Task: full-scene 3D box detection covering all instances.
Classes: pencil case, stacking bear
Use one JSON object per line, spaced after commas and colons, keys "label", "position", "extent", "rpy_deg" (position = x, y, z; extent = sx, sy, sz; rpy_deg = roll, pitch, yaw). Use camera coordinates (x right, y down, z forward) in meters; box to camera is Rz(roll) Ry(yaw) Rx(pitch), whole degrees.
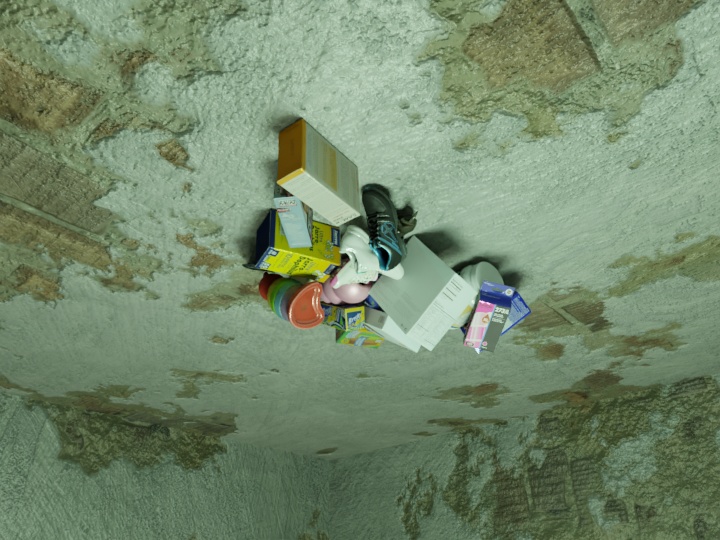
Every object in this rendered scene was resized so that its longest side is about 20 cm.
{"label": "pencil case", "position": [0.092, 0.098, 1.709], "extent": [0.078, 0.088, 0.198], "rpy_deg": [-39, 139, 18]}
{"label": "stacking bear", "position": [-0.199, 0.067, 1.532], "extent": [0.112, 0.198, 0.125], "rpy_deg": [-22, 122, -35]}

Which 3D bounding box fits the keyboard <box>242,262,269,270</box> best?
{"label": "keyboard", "position": [-0.250, -0.007, 1.565], "extent": [0.123, 0.021, 0.200], "rpy_deg": [8, 178, -5]}

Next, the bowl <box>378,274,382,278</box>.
{"label": "bowl", "position": [0.066, 0.044, 1.741], "extent": [0.193, 0.041, 0.202], "rpy_deg": [-2, 151, -1]}

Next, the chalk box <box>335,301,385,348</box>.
{"label": "chalk box", "position": [-0.013, 0.161, 1.854], "extent": [0.194, 0.127, 0.125], "rpy_deg": [9, 150, -20]}

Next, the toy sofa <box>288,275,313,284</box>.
{"label": "toy sofa", "position": [-0.158, 0.064, 1.682], "extent": [0.096, 0.084, 0.202], "rpy_deg": [29, 150, 7]}

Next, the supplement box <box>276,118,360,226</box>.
{"label": "supplement box", "position": [-0.085, -0.199, 1.207], "extent": [0.072, 0.130, 0.199], "rpy_deg": [-21, 145, 30]}

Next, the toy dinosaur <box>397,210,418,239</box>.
{"label": "toy dinosaur", "position": [0.095, -0.113, 1.450], "extent": [0.100, 0.079, 0.200], "rpy_deg": [2, 148, -33]}

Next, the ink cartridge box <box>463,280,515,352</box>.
{"label": "ink cartridge box", "position": [0.357, 0.130, 1.602], "extent": [0.092, 0.037, 0.205], "rpy_deg": [12, 118, -1]}

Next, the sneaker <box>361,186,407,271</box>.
{"label": "sneaker", "position": [0.050, -0.097, 1.359], "extent": [0.072, 0.082, 0.204], "rpy_deg": [-9, 112, 43]}

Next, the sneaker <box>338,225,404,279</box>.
{"label": "sneaker", "position": [0.023, -0.021, 1.458], "extent": [0.198, 0.090, 0.075], "rpy_deg": [38, 159, -23]}

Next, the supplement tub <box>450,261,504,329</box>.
{"label": "supplement tub", "position": [0.313, 0.073, 1.700], "extent": [0.141, 0.149, 0.199], "rpy_deg": [17, 146, -31]}

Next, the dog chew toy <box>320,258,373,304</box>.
{"label": "dog chew toy", "position": [-0.053, 0.041, 1.651], "extent": [0.122, 0.129, 0.198], "rpy_deg": [19, 153, -33]}

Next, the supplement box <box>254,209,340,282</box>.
{"label": "supplement box", "position": [-0.159, -0.059, 1.469], "extent": [0.195, 0.113, 0.109], "rpy_deg": [13, 148, -26]}

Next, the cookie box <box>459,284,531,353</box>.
{"label": "cookie box", "position": [0.399, 0.144, 1.740], "extent": [0.198, 0.076, 0.171], "rpy_deg": [-39, -176, 6]}

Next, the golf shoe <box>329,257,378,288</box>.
{"label": "golf shoe", "position": [0.000, 0.000, 1.503], "extent": [0.092, 0.199, 0.075], "rpy_deg": [49, 140, 2]}

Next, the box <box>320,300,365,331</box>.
{"label": "box", "position": [-0.063, 0.130, 1.696], "extent": [0.068, 0.067, 0.198], "rpy_deg": [-6, -173, -30]}

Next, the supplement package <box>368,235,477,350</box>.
{"label": "supplement package", "position": [0.165, 0.060, 1.539], "extent": [0.201, 0.191, 0.146], "rpy_deg": [-50, 138, 6]}

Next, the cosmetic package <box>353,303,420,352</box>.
{"label": "cosmetic package", "position": [0.071, 0.164, 1.682], "extent": [0.149, 0.053, 0.198], "rpy_deg": [32, 171, -29]}

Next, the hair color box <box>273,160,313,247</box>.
{"label": "hair color box", "position": [-0.150, -0.148, 1.321], "extent": [0.058, 0.102, 0.202], "rpy_deg": [-3, 151, 3]}
